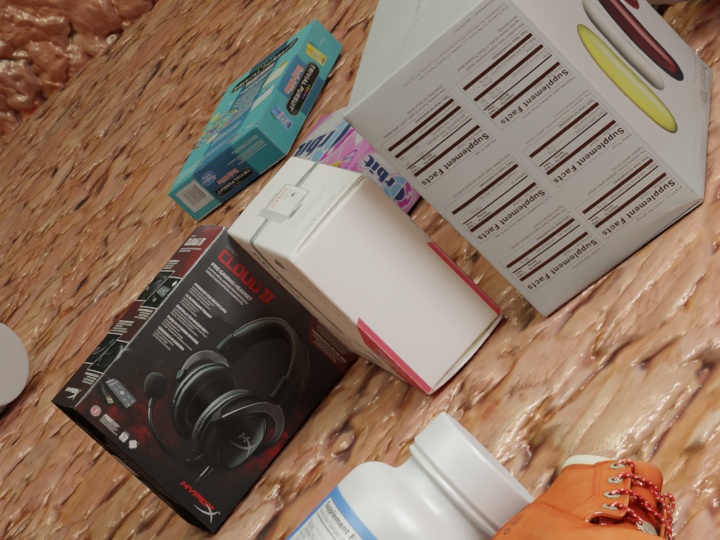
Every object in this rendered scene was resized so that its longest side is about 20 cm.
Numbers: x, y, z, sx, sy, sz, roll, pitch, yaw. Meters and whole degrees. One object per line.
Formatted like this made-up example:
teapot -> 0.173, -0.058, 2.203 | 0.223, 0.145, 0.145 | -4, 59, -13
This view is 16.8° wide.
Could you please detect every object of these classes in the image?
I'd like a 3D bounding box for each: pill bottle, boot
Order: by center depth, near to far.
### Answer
boot -> 0.130, 0.137, 1.251 | 0.107, 0.075, 0.200 | -47, 14, -18
pill bottle -> 0.007, 0.180, 1.378 | 0.200, 0.112, 0.112 | -45, 16, 1
pill bottle -> -0.443, 0.121, 2.632 | 0.200, 0.114, 0.115 | -25, 27, 52

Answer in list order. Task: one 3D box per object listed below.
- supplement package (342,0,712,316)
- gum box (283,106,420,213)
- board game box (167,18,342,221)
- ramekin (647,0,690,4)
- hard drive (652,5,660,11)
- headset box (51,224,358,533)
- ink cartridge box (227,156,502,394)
supplement package -> 0.118, -0.120, 1.644 | 0.147, 0.200, 0.192 | -37, 19, 27
gum box -> -0.004, -0.087, 2.104 | 0.114, 0.066, 0.200 | -52, 17, -24
board game box -> -0.109, -0.159, 2.569 | 0.151, 0.047, 0.200 | -34, 21, 38
ramekin -> 0.229, -0.262, 1.734 | 0.202, 0.201, 0.095 | -27, 66, 49
hard drive -> 0.187, -0.220, 1.982 | 0.135, 0.042, 0.200 | -54, 18, -23
headset box -> -0.111, 0.073, 1.857 | 0.200, 0.149, 0.077 | -50, 17, -12
ink cartridge box -> 0.000, 0.000, 1.751 | 0.083, 0.146, 0.200 | -48, 16, -6
